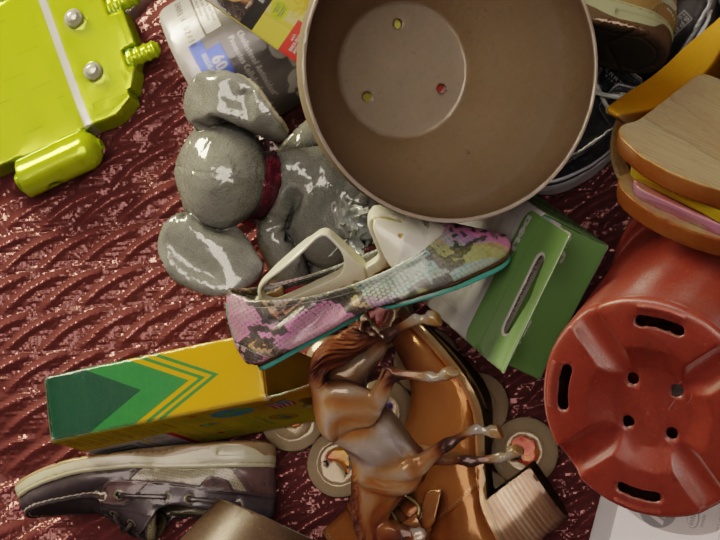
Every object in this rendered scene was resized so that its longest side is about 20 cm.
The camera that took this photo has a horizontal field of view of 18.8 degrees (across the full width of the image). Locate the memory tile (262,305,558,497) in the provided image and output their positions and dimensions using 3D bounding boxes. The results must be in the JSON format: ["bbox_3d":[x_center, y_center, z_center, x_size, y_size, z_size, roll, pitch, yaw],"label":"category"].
[{"bbox_3d":[0.034,0.122,1.606,0.200,0.017,0.153,42,91,13],"label":"memory tile"}]

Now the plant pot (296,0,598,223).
[{"bbox_3d":[0.043,-0.136,1.454,0.198,0.134,0.202,-1,94,-14],"label":"plant pot"}]

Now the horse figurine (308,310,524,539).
[{"bbox_3d":[0.021,0.103,1.470,0.132,0.201,0.050,-22,35,17],"label":"horse figurine"}]

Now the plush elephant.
[{"bbox_3d":[-0.069,-0.058,1.550,0.154,0.200,0.166,20,92,-7],"label":"plush elephant"}]

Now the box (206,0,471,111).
[{"bbox_3d":[-0.022,-0.174,1.537,0.199,0.050,0.076,35,98,-14],"label":"box"}]

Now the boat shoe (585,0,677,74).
[{"bbox_3d":[0.130,-0.201,1.553,0.198,0.072,0.077,18,58,0],"label":"boat shoe"}]

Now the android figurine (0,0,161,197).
[{"bbox_3d":[-0.251,-0.153,1.688,0.198,0.041,0.184,-21,78,8],"label":"android figurine"}]

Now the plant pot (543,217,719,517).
[{"bbox_3d":[0.224,0.056,1.437,0.199,0.195,0.203,10,113,25],"label":"plant pot"}]

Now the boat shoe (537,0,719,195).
[{"bbox_3d":[0.187,-0.138,1.591,0.200,0.068,0.072,-42,77,2],"label":"boat shoe"}]

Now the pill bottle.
[{"bbox_3d":[-0.039,-0.192,1.617,0.199,0.114,0.114,-29,78,5],"label":"pill bottle"}]

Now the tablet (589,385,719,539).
[{"bbox_3d":[0.235,0.177,1.563,0.129,0.014,0.202,15,84,12],"label":"tablet"}]

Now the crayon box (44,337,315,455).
[{"bbox_3d":[-0.112,0.090,1.570,0.198,0.127,0.051,-12,76,14],"label":"crayon box"}]

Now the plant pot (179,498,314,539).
[{"bbox_3d":[-0.099,0.272,1.530,0.186,0.187,0.201,22,80,13],"label":"plant pot"}]

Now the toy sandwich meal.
[{"bbox_3d":[0.249,-0.091,1.410,0.203,0.071,0.206,-4,46,4],"label":"toy sandwich meal"}]

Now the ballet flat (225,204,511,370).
[{"bbox_3d":[0.000,0.000,1.443,0.199,0.069,0.072,-23,104,10],"label":"ballet flat"}]

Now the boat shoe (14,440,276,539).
[{"bbox_3d":[-0.158,0.168,1.607,0.198,0.072,0.065,-8,75,3],"label":"boat shoe"}]

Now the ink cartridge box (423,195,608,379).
[{"bbox_3d":[0.109,0.006,1.493,0.059,0.200,0.104,25,97,-21],"label":"ink cartridge box"}]

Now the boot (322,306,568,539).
[{"bbox_3d":[0.036,0.143,1.565,0.155,0.077,0.201,-35,84,8],"label":"boot"}]
